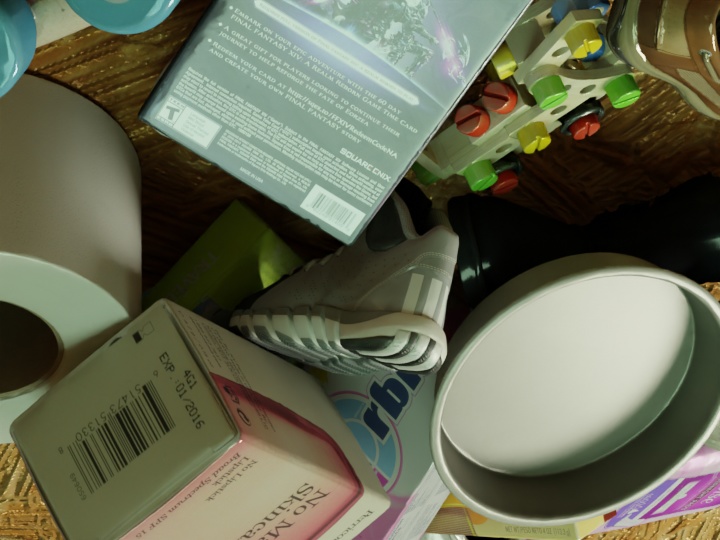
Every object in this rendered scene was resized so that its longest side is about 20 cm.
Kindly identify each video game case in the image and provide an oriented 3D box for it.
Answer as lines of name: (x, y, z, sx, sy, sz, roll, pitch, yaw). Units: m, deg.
video game case: (-0.010, -0.124, 1.160, 0.143, 0.019, 0.200, 31, 115, -12)

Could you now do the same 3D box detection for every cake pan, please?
cake pan: (0.132, 0.070, 1.305, 0.200, 0.037, 0.201, -10, 128, -13)

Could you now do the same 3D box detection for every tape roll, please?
tape roll: (-0.231, -0.006, 1.291, 0.202, 0.140, 0.203, -2, 143, -2)

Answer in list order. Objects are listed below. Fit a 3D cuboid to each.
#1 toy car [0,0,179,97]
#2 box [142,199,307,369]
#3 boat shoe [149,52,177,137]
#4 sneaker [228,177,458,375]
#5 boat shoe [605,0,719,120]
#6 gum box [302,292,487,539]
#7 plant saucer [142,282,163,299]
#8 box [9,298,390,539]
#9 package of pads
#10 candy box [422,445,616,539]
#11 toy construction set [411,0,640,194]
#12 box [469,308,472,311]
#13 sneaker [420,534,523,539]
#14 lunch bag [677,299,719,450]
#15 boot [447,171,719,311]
toy car: (-0.166, -0.216, 1.034, 0.176, 0.184, 0.200, -21, 112, 21)
box: (-0.107, 0.064, 1.395, 0.200, 0.048, 0.122, -47, 135, 0)
boat shoe: (-0.034, -0.124, 1.215, 0.200, 0.069, 0.057, -29, 136, 26)
sneaker: (0.000, 0.000, 1.290, 0.075, 0.116, 0.200, 25, 167, -33)
boat shoe: (0.215, -0.121, 1.190, 0.074, 0.076, 0.200, 16, -175, 39)
gum box: (0.011, 0.105, 1.410, 0.066, 0.113, 0.200, -19, 146, -52)
plant saucer: (-0.126, 0.078, 1.451, 0.200, 0.039, 0.202, -18, 128, -24)
box: (-0.093, 0.119, 1.289, 0.128, 0.109, 0.200, -39, 150, 11)
package of pads: (0.208, 0.130, 1.521, 0.199, 0.076, 0.121, -5, 153, -33)
candy box: (0.068, 0.118, 1.450, 0.200, 0.116, 0.055, -2, -168, 38)
toy construction set: (0.074, -0.102, 1.234, 0.200, 0.092, 0.131, -18, 166, 30)
box: (0.101, 0.089, 1.535, 0.137, 0.040, 0.200, 19, 137, -29)
sneaker: (0.118, 0.221, 1.669, 0.200, 0.078, 0.099, 23, 146, -33)
lunch bag: (0.303, 0.032, 1.379, 0.200, 0.118, 0.164, -9, 151, -38)
boot: (0.154, -0.021, 1.333, 0.168, 0.077, 0.200, -15, 166, 15)
